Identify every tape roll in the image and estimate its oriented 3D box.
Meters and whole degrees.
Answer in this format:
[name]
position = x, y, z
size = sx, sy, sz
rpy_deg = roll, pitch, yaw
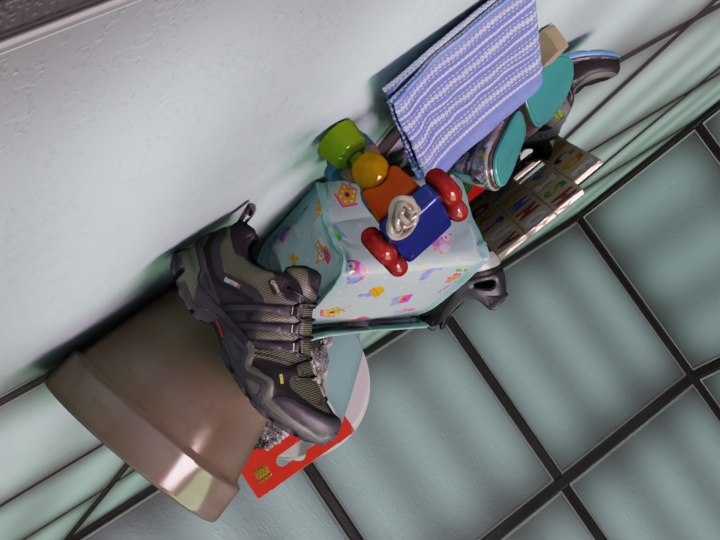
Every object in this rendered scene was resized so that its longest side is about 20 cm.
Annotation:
[tape roll]
position = -0.087, 0.149, 1.526
size = 0.203, 0.203, 0.037
rpy_deg = -33, 164, -8

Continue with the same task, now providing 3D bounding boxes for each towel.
[towel]
position = 0.091, -0.146, 0.929
size = 0.145, 0.024, 0.200
rpy_deg = -41, 163, -1

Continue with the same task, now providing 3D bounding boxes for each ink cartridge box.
[ink cartridge box]
position = -0.130, 0.167, 1.458
size = 0.162, 0.200, 0.050
rpy_deg = -36, 172, 8

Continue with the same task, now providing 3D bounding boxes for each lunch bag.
[lunch bag]
position = 0.000, 0.000, 1.128
size = 0.170, 0.122, 0.200
rpy_deg = -5, 155, -31

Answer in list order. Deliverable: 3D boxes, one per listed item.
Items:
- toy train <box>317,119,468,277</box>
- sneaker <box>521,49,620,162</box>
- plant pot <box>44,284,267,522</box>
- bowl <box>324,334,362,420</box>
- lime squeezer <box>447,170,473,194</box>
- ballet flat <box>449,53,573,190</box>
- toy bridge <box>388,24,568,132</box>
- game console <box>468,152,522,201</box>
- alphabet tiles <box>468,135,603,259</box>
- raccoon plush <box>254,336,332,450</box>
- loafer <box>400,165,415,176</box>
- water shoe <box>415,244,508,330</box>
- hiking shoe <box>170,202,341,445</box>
[toy train]
position = 0.012, -0.071, 0.896
size = 0.085, 0.116, 0.200
rpy_deg = -43, 168, 2
[sneaker]
position = 0.185, -0.159, 1.196
size = 0.200, 0.083, 0.071
rpy_deg = -34, 174, -2
[plant pot]
position = -0.153, 0.097, 1.046
size = 0.174, 0.200, 0.200
rpy_deg = -51, 175, -8
[bowl]
position = -0.077, 0.083, 1.304
size = 0.105, 0.201, 0.201
rpy_deg = -53, -179, -24
[lime squeezer]
position = 0.088, -0.104, 1.168
size = 0.038, 0.071, 0.200
rpy_deg = -31, 172, -18
[ballet flat]
position = 0.137, -0.150, 1.100
size = 0.200, 0.072, 0.072
rpy_deg = -53, -174, -38
[toy bridge]
position = 0.103, -0.161, 1.025
size = 0.200, 0.027, 0.067
rpy_deg = -30, 172, -33
[game console]
position = 0.107, -0.123, 1.357
size = 0.172, 0.119, 0.200
rpy_deg = 3, 156, -22
[alphabet tiles]
position = 0.156, -0.068, 1.159
size = 0.167, 0.008, 0.200
rpy_deg = -38, -165, 5
[raccoon plush]
position = -0.123, 0.089, 1.157
size = 0.134, 0.200, 0.097
rpy_deg = -64, 177, 24
[loafer]
position = 0.013, -0.044, 1.238
size = 0.076, 0.067, 0.200
rpy_deg = -30, 172, -33
[water shoe]
position = 0.064, 0.034, 1.282
size = 0.200, 0.079, 0.071
rpy_deg = -17, -175, 25
[hiking shoe]
position = -0.065, 0.045, 0.932
size = 0.101, 0.200, 0.076
rpy_deg = -36, 178, 4
